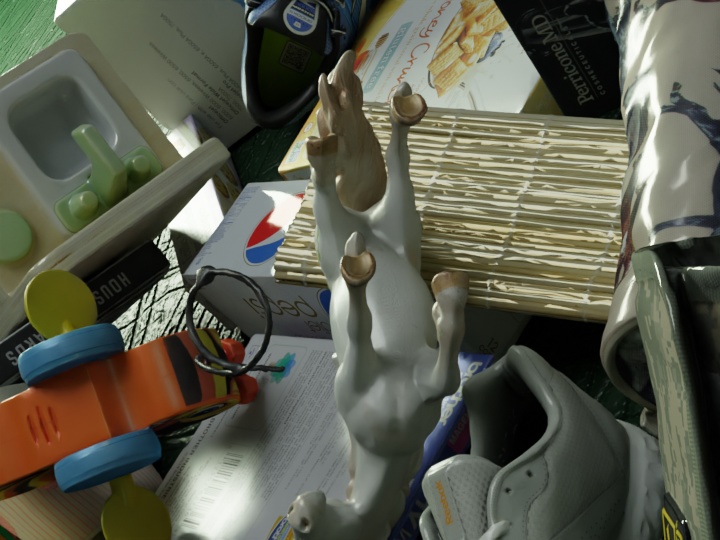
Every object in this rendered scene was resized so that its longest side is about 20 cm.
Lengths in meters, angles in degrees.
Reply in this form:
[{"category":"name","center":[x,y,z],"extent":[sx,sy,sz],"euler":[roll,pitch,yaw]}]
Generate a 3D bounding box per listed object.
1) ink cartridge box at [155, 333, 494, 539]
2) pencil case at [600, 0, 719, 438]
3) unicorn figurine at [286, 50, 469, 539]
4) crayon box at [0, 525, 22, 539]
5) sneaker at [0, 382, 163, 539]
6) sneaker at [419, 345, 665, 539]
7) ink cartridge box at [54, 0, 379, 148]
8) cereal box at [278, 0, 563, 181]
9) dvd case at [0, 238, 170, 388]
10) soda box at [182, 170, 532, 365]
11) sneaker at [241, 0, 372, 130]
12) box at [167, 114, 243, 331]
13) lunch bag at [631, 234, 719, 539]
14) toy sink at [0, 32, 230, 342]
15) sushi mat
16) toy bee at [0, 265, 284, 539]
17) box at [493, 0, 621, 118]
[{"category":"ink cartridge box","center":[-0.017,0.088,0.798],"extent":[0.200,0.042,0.120],"euler":[-2,52,59]},{"category":"pencil case","center":[0.129,-0.039,0.678],"extent":[0.090,0.077,0.201],"euler":[111,168,-55]},{"category":"unicorn figurine","center":[0.003,0.026,0.680],"extent":[0.138,0.073,0.201],"euler":[95,-174,-51]},{"category":"crayon box","center":[-0.202,0.205,0.815],"extent":[0.200,0.119,0.058],"euler":[-42,27,18]},{"category":"sneaker","center":[-0.142,0.102,0.945],"extent":[0.075,0.104,0.200],"euler":[-51,-4,11]},{"category":"sneaker","center":[0.049,0.113,0.608],"extent":[0.075,0.092,0.201],"euler":[-28,33,33]},{"category":"ink cartridge box","center":[-0.073,-0.203,1.161],"extent":[0.200,0.145,0.148],"euler":[-36,29,22]},{"category":"cereal box","center":[0.056,-0.108,0.958],"extent":[0.199,0.040,0.144],"euler":[-10,43,51]},{"category":"dvd case","center":[-0.202,0.064,1.017],"extent":[0.150,0.025,0.200],"euler":[-39,0,-42]},{"category":"soda box","center":[0.000,0.000,0.861],"extent":[0.199,0.068,0.064],"euler":[2,52,57]},{"category":"sneaker","center":[-0.019,-0.166,1.036],"extent":[0.089,0.078,0.201],"euler":[-74,2,-62]},{"category":"box","center":[-0.089,-0.033,1.071],"extent":[0.039,0.041,0.200],"euler":[-42,26,9]},{"category":"lunch bag","center":[0.141,0.066,0.438],"extent":[0.117,0.165,0.200],"euler":[-12,2,-32]},{"category":"toy sink","center":[-0.178,-0.042,0.995],"extent":[0.130,0.112,0.200],"euler":[-39,1,-28]},{"category":"sushi mat","center":[0.067,-0.025,0.749],"extent":[0.199,0.012,0.096],"euler":[7,59,24]},{"category":"toy bee","center":[-0.097,0.064,0.811],"extent":[0.199,0.108,0.132],"euler":[-2,90,28]},{"category":"box","center":[0.122,-0.192,0.761],"extent":[0.181,0.200,0.105],"euler":[-24,37,19]}]
